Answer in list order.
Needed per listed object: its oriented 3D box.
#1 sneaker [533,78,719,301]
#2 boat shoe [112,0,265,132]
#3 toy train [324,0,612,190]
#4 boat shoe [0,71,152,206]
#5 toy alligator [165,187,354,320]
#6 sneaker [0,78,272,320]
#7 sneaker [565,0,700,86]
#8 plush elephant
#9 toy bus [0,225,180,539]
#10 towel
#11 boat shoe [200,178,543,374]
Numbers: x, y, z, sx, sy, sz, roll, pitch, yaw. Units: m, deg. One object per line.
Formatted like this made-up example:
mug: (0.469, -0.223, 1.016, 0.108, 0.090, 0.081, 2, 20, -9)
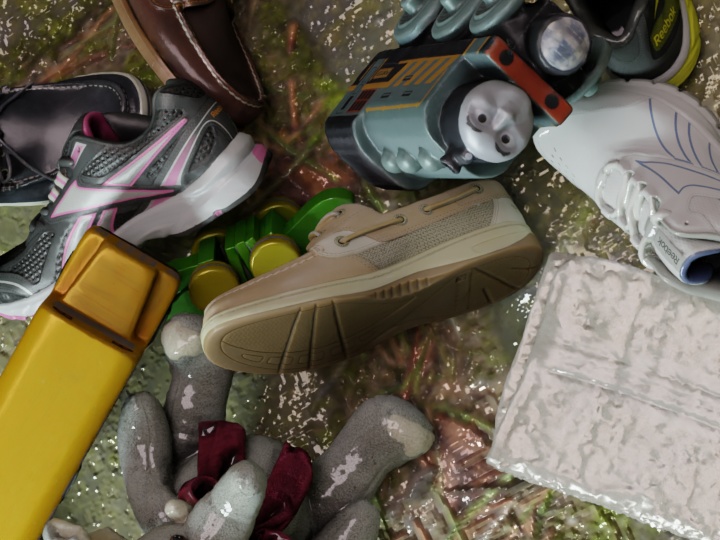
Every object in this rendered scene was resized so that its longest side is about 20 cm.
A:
sneaker: (0.170, -0.036, 1.230, 0.199, 0.087, 0.075, 31, 132, 26)
boat shoe: (-0.112, -0.170, 1.390, 0.070, 0.070, 0.200, -41, 68, 16)
toy train: (0.055, -0.097, 1.253, 0.085, 0.200, 0.114, 41, 79, -18)
boat shoe: (-0.220, -0.077, 1.427, 0.199, 0.062, 0.075, -12, 75, 20)
toy alligator: (-0.085, 0.011, 1.357, 0.199, 0.059, 0.054, -24, 115, 11)
sneaker: (-0.148, -0.049, 1.360, 0.199, 0.080, 0.087, -30, 103, 22)
sneaker: (0.135, -0.197, 1.282, 0.074, 0.085, 0.201, -23, 74, 17)
plush elephant: (-0.077, 0.141, 1.266, 0.164, 0.155, 0.201, 29, 102, 0)
toy bus: (-0.175, 0.077, 1.303, 0.065, 0.078, 0.201, 30, 99, -2)
towel: (0.172, 0.075, 1.251, 0.199, 0.034, 0.133, 20, 91, 24)
boat shoe: (0.000, 0.000, 1.283, 0.199, 0.072, 0.065, -18, 61, -16)
